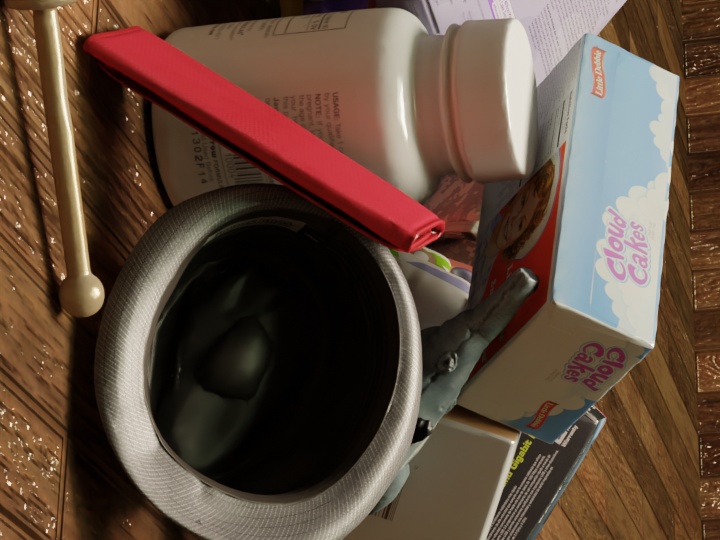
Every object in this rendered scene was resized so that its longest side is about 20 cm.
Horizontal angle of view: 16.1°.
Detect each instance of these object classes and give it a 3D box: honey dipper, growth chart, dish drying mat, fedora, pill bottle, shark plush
[{"bbox_3d":[-0.147,-0.074,1.221,0.038,0.038,0.200,-46,133,-71],"label":"honey dipper"},{"bbox_3d":[0.000,0.000,1.491,0.145,0.200,0.018,-41,158,-61],"label":"growth chart"},{"bbox_3d":[-0.049,-0.068,1.321,0.018,0.200,0.077,-61,170,17],"label":"dish drying mat"},{"bbox_3d":[-0.061,0.054,1.321,0.090,0.177,0.200,-28,-138,63],"label":"fedora"},{"bbox_3d":[-0.006,-0.088,1.422,0.114,0.200,0.114,-4,90,-75],"label":"pill bottle"},{"bbox_3d":[0.030,0.081,1.363,0.091,0.200,0.083,51,13,-17],"label":"shark plush"}]

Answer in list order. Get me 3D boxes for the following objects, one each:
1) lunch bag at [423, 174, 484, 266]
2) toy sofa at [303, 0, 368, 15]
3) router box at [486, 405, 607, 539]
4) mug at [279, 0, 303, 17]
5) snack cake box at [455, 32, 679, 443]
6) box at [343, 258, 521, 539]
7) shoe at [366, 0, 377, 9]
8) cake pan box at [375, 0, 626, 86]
[{"bbox_3d":[0.111,-0.035,1.731,0.164,0.118,0.200,-49,164,-26],"label":"lunch bag"},{"bbox_3d":[0.013,-0.127,1.749,0.098,0.083,0.200,-81,160,-47],"label":"toy sofa"},{"bbox_3d":[0.095,0.169,1.766,0.200,0.062,0.150,-59,171,3],"label":"router box"},{"bbox_3d":[-0.005,-0.226,1.575,0.187,0.153,0.149,-72,153,-56],"label":"mug"},{"bbox_3d":[0.117,-0.019,1.429,0.115,0.067,0.200,-47,-155,48],"label":"snack cake box"},{"bbox_3d":[0.022,0.075,1.519,0.200,0.152,0.106,-66,173,-63],"label":"box"},{"bbox_3d":[0.034,-0.130,1.614,0.200,0.091,0.072,-48,137,-40],"label":"shoe"},{"bbox_3d":[0.088,-0.186,1.514,0.184,0.052,0.200,-49,141,-22],"label":"cake pan box"}]
